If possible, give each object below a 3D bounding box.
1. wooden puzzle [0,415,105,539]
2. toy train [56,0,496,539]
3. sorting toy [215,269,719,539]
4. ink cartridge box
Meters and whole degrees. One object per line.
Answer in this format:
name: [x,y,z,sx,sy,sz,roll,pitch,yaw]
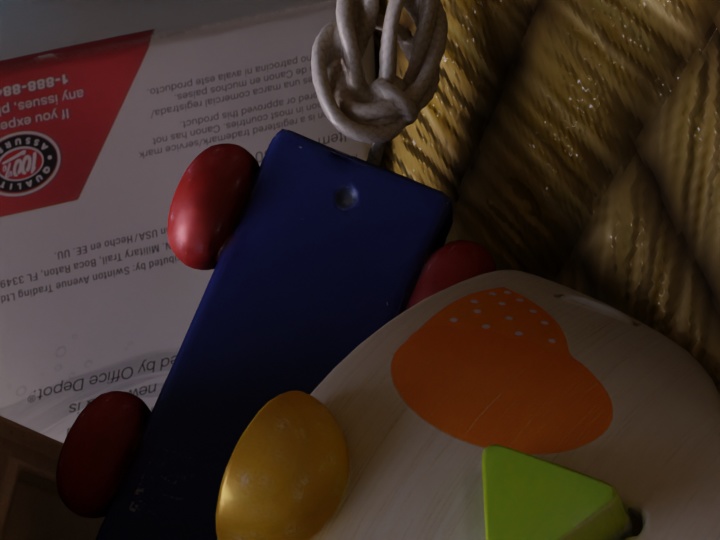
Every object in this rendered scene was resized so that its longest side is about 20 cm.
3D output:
wooden puzzle: [-0.079,0.126,0.608,0.200,0.037,0.186,54,-159,-72]
toy train: [0.000,0.000,0.669,0.116,0.084,0.201,47,-114,-77]
sorting toy: [0.050,0.118,0.536,0.180,0.107,0.201,21,99,36]
ink cartridge box: [-0.073,0.007,0.752,0.083,0.146,0.201,-134,36,-54]
